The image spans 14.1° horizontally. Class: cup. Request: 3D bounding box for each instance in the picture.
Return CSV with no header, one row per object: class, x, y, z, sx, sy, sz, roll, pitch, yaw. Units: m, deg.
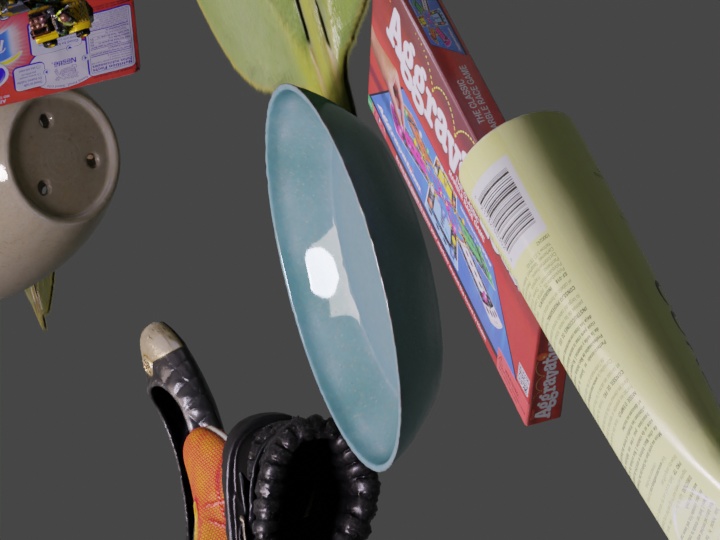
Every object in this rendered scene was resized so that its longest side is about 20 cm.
cup,-0.258,-0.077,2.123,0.143,0.200,0.200,-7,99,50

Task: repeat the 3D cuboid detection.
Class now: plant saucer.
plant saucer,0.000,0.000,1.455,0.200,0.036,0.200,166,90,-75

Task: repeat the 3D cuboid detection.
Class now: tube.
tube,0.100,0.032,1.088,0.058,0.052,0.200,21,-143,-54

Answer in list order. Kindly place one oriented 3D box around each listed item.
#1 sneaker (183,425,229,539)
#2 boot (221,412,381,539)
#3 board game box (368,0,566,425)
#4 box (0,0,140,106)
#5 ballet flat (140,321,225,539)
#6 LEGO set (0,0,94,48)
sneaker,-0.086,0.185,1.895,0.073,0.077,0.200,91,161,-52
boot,-0.029,0.182,1.659,0.158,0.079,0.211,-173,70,-75
board game box,0.047,-0.040,1.270,0.103,0.019,0.200,95,157,-50
box,-0.257,-0.172,1.937,0.095,0.200,0.100,-123,23,-48
ballet flat,-0.120,0.132,2.009,0.066,0.057,0.200,135,120,-73
LEGO set,-0.203,-0.243,1.758,0.116,0.154,0.200,47,-146,-83
